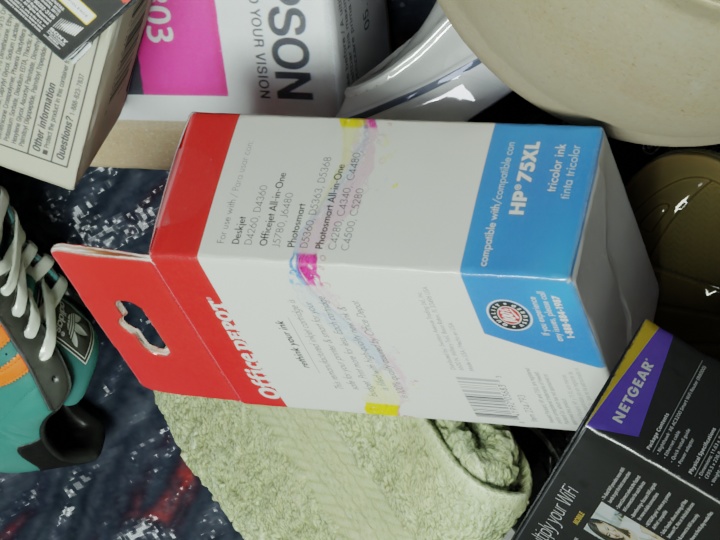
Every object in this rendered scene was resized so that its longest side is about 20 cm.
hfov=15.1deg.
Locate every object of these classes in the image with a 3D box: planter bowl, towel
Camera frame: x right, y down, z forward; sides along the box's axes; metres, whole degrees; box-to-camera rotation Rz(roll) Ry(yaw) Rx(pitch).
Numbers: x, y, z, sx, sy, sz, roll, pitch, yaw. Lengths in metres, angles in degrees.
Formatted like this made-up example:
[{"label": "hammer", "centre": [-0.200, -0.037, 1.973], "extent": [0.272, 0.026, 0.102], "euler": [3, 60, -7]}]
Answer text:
[{"label": "planter bowl", "centre": [0.120, -0.141, 0.905], "extent": [0.200, 0.135, 0.201], "euler": [0, 93, -5]}, {"label": "towel", "centre": [-0.015, 0.067, 1.113], "extent": [0.200, 0.036, 0.149], "euler": [51, 132, 32]}]

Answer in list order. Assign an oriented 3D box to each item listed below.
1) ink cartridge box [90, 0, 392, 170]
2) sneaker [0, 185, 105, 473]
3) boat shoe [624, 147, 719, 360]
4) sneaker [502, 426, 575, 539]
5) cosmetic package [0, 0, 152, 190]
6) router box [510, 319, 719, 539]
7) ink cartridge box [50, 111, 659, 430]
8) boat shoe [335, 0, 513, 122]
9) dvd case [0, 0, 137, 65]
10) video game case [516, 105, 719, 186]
[{"label": "ink cartridge box", "centre": [-0.080, -0.141, 1.052], "extent": [0.164, 0.075, 0.201], "euler": [2, 118, 17]}, {"label": "sneaker", "centre": [-0.151, 0.013, 1.153], "extent": [0.080, 0.072, 0.200], "euler": [4, 140, 8]}, {"label": "boat shoe", "centre": [0.126, 0.042, 1.080], "extent": [0.073, 0.063, 0.201], "euler": [10, 114, 21]}, {"label": "sneaker", "centre": [0.070, 0.114, 1.162], "extent": [0.079, 0.074, 0.201], "euler": [24, 140, 45]}, {"label": "cosmetic package", "centre": [-0.178, -0.117, 1.001], "extent": [0.199, 0.071, 0.105], "euler": [20, 120, 1]}, {"label": "router box", "centre": [0.134, 0.118, 0.991], "extent": [0.157, 0.052, 0.200], "euler": [30, 150, 4]}, {"label": "ink cartridge box", "centre": [0.000, 0.000, 1.008], "extent": [0.199, 0.067, 0.116], "euler": [4, 150, 20]}, {"label": "boat shoe", "centre": [0.064, -0.117, 1.010], "extent": [0.200, 0.074, 0.065], "euler": [-36, 101, 4]}, {"label": "dvd case", "centre": [-0.087, -0.171, 0.877], "extent": [0.146, 0.022, 0.200], "euler": [42, 129, -14]}, {"label": "video game case", "centre": [0.145, -0.015, 1.084], "extent": [0.181, 0.026, 0.200], "euler": [40, 121, -7]}]
